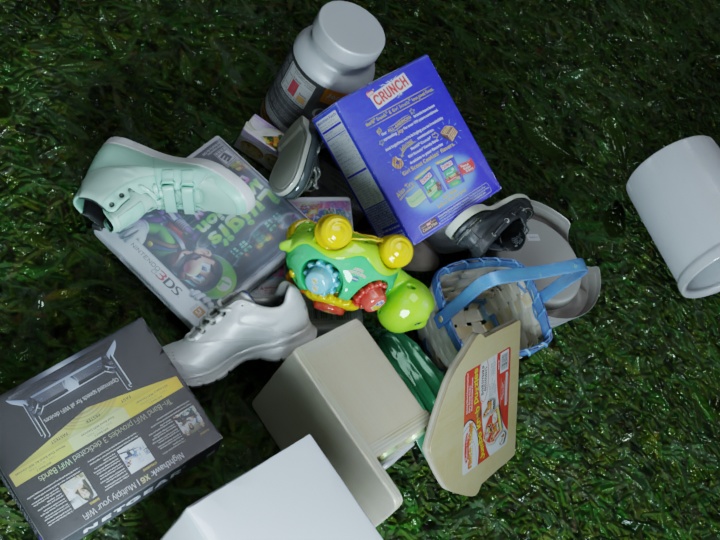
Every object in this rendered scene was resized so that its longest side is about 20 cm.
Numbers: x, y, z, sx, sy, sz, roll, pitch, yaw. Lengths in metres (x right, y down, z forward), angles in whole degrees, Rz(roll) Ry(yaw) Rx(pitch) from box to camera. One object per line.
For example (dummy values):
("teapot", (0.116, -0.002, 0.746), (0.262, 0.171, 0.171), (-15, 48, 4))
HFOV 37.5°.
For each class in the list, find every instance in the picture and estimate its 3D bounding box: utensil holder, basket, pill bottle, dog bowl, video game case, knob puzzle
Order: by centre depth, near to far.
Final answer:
("knob puzzle", (0.120, 0.163, 1.206), (0.030, 0.220, 0.220), (11, 37, 34))
("video game case", (-0.182, -0.047, 1.262), (0.182, 0.023, 0.200), (43, 64, 13))
("video game case", (-0.103, -0.006, 1.280), (0.199, 0.024, 0.183), (-1, 63, -9))
("basket", (0.166, 0.045, 1.324), (0.176, 0.200, 0.140), (-5, 69, -36))
("pill bottle", (-0.050, -0.255, 1.416), (0.116, 0.200, 0.117), (14, 53, -20))
("dog bowl", (0.241, -0.005, 1.501), (0.199, 0.059, 0.201), (16, 52, -20))
("utensil holder", (0.529, -0.084, 1.651), (0.170, 0.170, 0.200), (-6, 59, -33))

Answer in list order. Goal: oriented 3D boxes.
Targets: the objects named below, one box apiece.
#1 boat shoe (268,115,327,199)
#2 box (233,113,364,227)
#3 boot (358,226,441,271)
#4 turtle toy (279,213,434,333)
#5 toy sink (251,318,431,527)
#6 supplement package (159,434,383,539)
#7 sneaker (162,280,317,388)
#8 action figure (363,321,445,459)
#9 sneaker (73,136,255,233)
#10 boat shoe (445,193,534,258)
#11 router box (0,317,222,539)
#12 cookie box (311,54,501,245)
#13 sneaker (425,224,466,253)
("boat shoe", (-0.068, -0.134, 1.324), (0.062, 0.073, 0.200), (40, 19, -19))
("box", (-0.075, -0.134, 1.423), (0.200, 0.041, 0.039), (35, 48, -5))
("boot", (0.000, 0.000, 1.358), (0.199, 0.070, 0.147), (23, 53, -8))
("turtle toy", (-0.002, 0.006, 1.209), (0.199, 0.146, 0.101), (18, 83, -19))
("toy sink", (-0.006, 0.179, 1.183), (0.112, 0.130, 0.200), (-24, 71, -39))
("supplement package", (-0.097, 0.286, 1.006), (0.150, 0.200, 0.152), (-26, 74, -39))
("sneaker", (-0.150, 0.068, 1.178), (0.199, 0.087, 0.075), (-19, 26, -16))
("action figure", (0.066, 0.142, 1.300), (0.118, 0.055, 0.200), (-34, 82, -39))
("sneaker", (-0.227, -0.074, 1.214), (0.200, 0.074, 0.118), (16, 55, 11))
("boat shoe", (0.187, -0.053, 1.394), (0.066, 0.075, 0.199), (50, 26, 16))
("router box", (-0.264, 0.164, 1.066), (0.200, 0.052, 0.157), (-30, 75, -24))
("cookie box", (0.060, -0.149, 1.354), (0.171, 0.075, 0.200), (-32, 96, -32))
("sneaker", (0.079, -0.100, 1.447), (0.200, 0.099, 0.078), (32, 48, -6))
